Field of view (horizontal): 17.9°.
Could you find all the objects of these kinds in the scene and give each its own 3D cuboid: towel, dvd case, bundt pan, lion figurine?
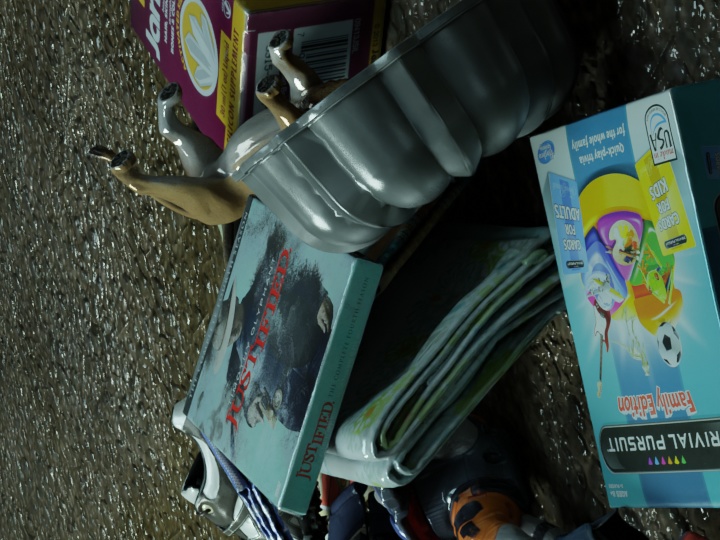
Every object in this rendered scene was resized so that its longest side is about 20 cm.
[{"bbox_3d":[-0.040,0.178,1.441,0.201,0.024,0.145,61,173,-25],"label":"towel"},{"bbox_3d":[-0.049,0.043,1.318,0.200,0.022,0.147,-146,72,-68],"label":"dvd case"},{"bbox_3d":[0.034,-0.079,1.214,0.076,0.202,0.202,54,156,-2],"label":"bundt pan"},{"bbox_3d":[-0.058,-0.072,1.424,0.123,0.199,0.073,48,-144,-38],"label":"lion figurine"},{"bbox_3d":[0.000,0.000,1.370,0.022,0.147,0.200,41,145,-4],"label":"towel"},{"bbox_3d":[0.029,0.044,1.308,0.048,0.171,0.200,48,164,-15],"label":"towel"}]

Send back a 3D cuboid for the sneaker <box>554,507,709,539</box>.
[{"bbox_3d":[0.106,0.166,1.199,0.199,0.075,0.085,-1,59,42],"label":"sneaker"}]

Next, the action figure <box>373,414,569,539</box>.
[{"bbox_3d":[0.085,0.163,1.370,0.200,0.104,0.194,58,-178,-42],"label":"action figure"}]

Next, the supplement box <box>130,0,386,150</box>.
[{"bbox_3d":[-0.072,-0.173,1.517,0.200,0.103,0.131,-126,32,-46],"label":"supplement box"}]

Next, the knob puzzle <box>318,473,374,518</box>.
[{"bbox_3d":[-0.042,0.097,1.672,0.219,0.030,0.221,168,90,-67],"label":"knob puzzle"}]

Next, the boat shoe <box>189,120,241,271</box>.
[{"bbox_3d":[-0.062,-0.021,1.573,0.076,0.071,0.201,80,172,-54],"label":"boat shoe"}]

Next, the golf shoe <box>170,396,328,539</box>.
[{"bbox_3d":[-0.076,0.164,1.634,0.078,0.094,0.201,-90,-13,-71],"label":"golf shoe"}]

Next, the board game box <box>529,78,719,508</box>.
[{"bbox_3d":[0.156,0.016,1.140,0.151,0.047,0.201,164,94,-68],"label":"board game box"}]

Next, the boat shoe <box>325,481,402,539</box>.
[{"bbox_3d":[0.002,0.220,1.593,0.200,0.074,0.093,119,145,-51],"label":"boat shoe"}]
